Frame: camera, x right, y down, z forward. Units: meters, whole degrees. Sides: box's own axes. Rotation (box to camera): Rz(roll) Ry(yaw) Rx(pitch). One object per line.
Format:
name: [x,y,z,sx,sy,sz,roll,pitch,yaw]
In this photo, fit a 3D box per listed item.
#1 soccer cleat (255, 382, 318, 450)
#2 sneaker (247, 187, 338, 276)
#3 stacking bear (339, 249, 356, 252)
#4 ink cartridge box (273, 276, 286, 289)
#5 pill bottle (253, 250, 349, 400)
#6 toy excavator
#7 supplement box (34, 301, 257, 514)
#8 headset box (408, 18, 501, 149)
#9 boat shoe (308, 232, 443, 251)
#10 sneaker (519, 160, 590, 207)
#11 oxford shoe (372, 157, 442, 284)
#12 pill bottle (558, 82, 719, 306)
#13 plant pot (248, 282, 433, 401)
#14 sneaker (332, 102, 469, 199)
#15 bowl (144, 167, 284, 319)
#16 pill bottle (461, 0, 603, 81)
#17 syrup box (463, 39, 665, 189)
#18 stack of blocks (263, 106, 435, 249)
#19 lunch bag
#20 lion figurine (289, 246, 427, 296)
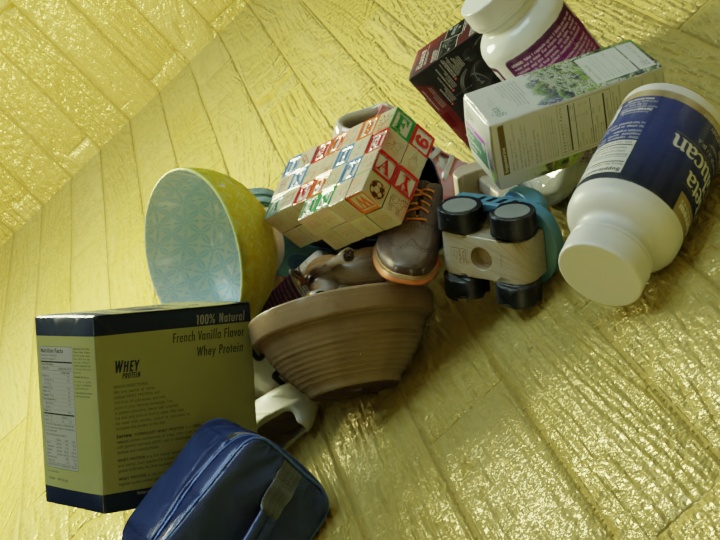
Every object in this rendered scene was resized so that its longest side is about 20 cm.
soccer cleat: [-0.132,0.193,1.708,0.199,0.069,0.078,-33,27,22]
sneaker: [-0.102,-0.058,1.847,0.198,0.080,0.131,-8,44,29]
stacking bear: [0.007,-0.052,1.840,0.122,0.113,0.200,-63,30,11]
ink cartridge box: [-0.120,0.035,1.919,0.059,0.104,0.201,-18,34,51]
pill bottle: [-0.084,0.080,1.757,0.200,0.111,0.112,-41,21,9]
toy excavator: [0.148,-0.053,1.583,0.193,0.101,0.199,10,29,36]
supplement box: [-0.228,0.140,1.609,0.198,0.202,0.134,-5,2,-39]
headset box: [0.167,-0.237,1.821,0.199,0.149,0.078,-32,24,33]
boat shoe: [0.003,-0.068,1.728,0.197,0.069,0.085,1,67,6]
sneaker: [0.185,-0.132,1.660,0.078,0.099,0.200,-48,21,-9]
oxford shoe: [0.053,-0.053,1.566,0.201,0.070,0.074,-82,0,-59]
pill bottle: [0.258,-0.068,1.390,0.111,0.111,0.201,-16,36,52]
plant pot: [-0.015,0.084,1.591,0.200,0.199,0.094,-23,73,45]
sneaker: [0.056,-0.139,1.781,0.198,0.106,0.076,9,35,11]
bowl: [-0.152,-0.025,1.727,0.107,0.202,0.199,-14,-2,-38]
pill bottle: [0.206,-0.244,1.686,0.112,0.200,0.113,-37,22,18]
syrup box: [0.214,-0.164,1.562,0.198,0.082,0.079,-20,34,-8]
stack of blocks: [-0.020,-0.087,1.610,0.199,0.058,0.116,-20,40,50]
lunch bag: [-0.138,0.258,1.495,0.201,0.136,0.132,-54,21,-14]
lion figurine: [0.000,0.000,1.646,0.122,0.198,0.073,-174,86,-69]
